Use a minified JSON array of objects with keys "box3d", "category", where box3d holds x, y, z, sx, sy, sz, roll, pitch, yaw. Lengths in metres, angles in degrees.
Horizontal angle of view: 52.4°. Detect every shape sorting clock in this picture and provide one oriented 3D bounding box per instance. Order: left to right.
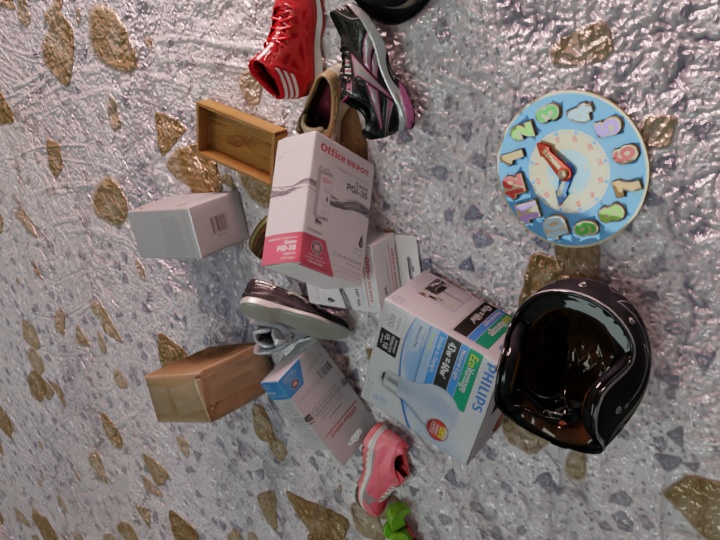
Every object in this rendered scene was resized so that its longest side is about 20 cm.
[{"box3d":[0.264,-0.125,0.928,0.198,0.039,0.202,19,121,34],"category":"shape sorting clock"}]

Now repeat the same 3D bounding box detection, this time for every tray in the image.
[{"box3d":[-0.214,-0.229,1.301,0.199,0.037,0.100,27,125,31],"category":"tray"}]

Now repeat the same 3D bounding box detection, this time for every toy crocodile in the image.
[{"box3d":[0.091,0.526,1.364,0.067,0.061,0.202,-148,36,-78],"category":"toy crocodile"}]

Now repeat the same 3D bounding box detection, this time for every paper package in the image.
[{"box3d":[-0.302,0.225,1.474,0.199,0.190,0.105,-11,98,42],"category":"paper package"}]

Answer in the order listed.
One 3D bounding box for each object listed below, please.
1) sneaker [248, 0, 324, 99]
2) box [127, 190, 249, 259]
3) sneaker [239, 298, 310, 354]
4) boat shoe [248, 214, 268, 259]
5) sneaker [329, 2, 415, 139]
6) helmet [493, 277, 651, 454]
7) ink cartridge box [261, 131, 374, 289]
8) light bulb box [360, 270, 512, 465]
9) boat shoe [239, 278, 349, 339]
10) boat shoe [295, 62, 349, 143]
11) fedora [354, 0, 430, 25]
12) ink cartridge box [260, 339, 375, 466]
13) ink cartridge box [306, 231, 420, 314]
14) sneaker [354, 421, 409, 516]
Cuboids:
[{"box3d":[-0.115,-0.356,1.100,0.078,0.115,0.203,4,112,40],"category":"sneaker"},{"box3d":[-0.331,-0.087,1.405,0.198,0.124,0.099,2,111,41],"category":"box"},{"box3d":[-0.179,0.094,1.360,0.198,0.114,0.076,13,117,37],"category":"sneaker"},{"box3d":[-0.130,-0.074,1.272,0.068,0.072,0.200,54,131,10],"category":"boat shoe"},{"box3d":[0.000,-0.278,1.035,0.202,0.086,0.080,62,173,1],"category":"sneaker"},{"box3d":[0.272,0.112,0.925,0.198,0.192,0.200,25,161,9],"category":"helmet"},{"box3d":[-0.061,-0.087,1.098,0.082,0.146,0.203,-5,72,40],"category":"ink cartridge box"},{"box3d":[0.128,0.142,1.101,0.199,0.124,0.200,28,125,24],"category":"light bulb box"},{"box3d":[-0.111,0.068,1.279,0.198,0.061,0.074,15,146,-4],"category":"boat shoe"},{"box3d":[-0.068,-0.231,1.150,0.074,0.066,0.201,38,130,22],"category":"boat shoe"},{"box3d":[0.016,-0.428,0.969,0.199,0.091,0.203,18,120,34],"category":"fedora"},{"box3d":[-0.073,0.239,1.313,0.066,0.116,0.201,-16,112,50],"category":"ink cartridge box"},{"box3d":[0.000,0.000,1.195,0.198,0.068,0.117,6,113,39],"category":"ink cartridge box"},{"box3d":[0.045,0.376,1.323,0.086,0.073,0.202,20,121,31],"category":"sneaker"}]
